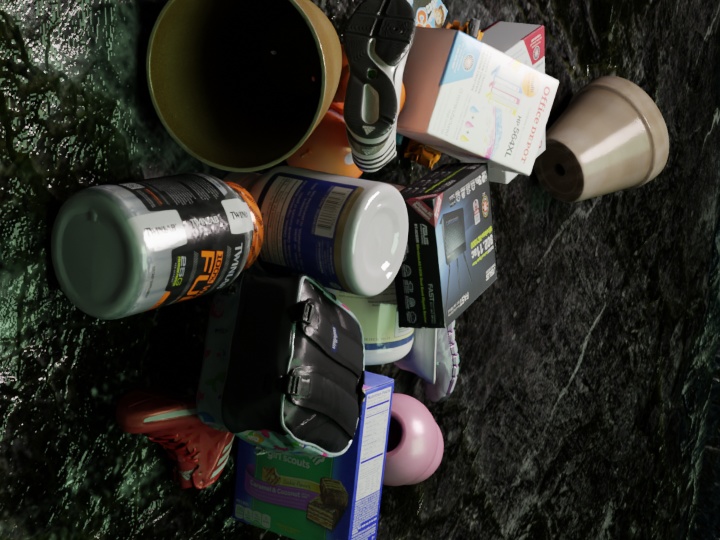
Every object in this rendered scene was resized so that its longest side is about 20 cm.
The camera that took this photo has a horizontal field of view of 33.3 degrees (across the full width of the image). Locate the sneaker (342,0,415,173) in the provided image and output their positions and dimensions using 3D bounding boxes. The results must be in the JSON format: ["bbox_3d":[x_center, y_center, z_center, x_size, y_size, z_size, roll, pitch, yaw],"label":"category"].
[{"bbox_3d":[0.013,-0.197,1.309,0.116,0.075,0.203,95,4,-61],"label":"sneaker"}]

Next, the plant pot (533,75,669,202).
[{"bbox_3d":[0.389,-0.205,2.036,0.173,0.199,0.202,-30,128,-29],"label":"plant pot"}]

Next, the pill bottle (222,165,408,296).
[{"bbox_3d":[-0.059,-0.049,1.300,0.119,0.198,0.121,-28,124,-51],"label":"pill bottle"}]

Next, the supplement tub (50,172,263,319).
[{"bbox_3d":[-0.190,-0.029,1.165,0.199,0.121,0.124,-17,115,-55],"label":"supplement tub"}]

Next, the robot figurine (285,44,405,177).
[{"bbox_3d":[-0.021,-0.179,1.400,0.117,0.143,0.201,47,58,-26],"label":"robot figurine"}]

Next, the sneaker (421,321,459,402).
[{"bbox_3d":[0.094,0.094,1.758,0.087,0.074,0.203,-2,95,-42],"label":"sneaker"}]

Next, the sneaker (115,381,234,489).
[{"bbox_3d":[-0.190,0.186,1.291,0.199,0.078,0.117,0,100,-58],"label":"sneaker"}]

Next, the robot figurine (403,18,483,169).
[{"bbox_3d":[0.114,-0.245,1.626,0.145,0.057,0.203,122,-15,-82],"label":"robot figurine"}]

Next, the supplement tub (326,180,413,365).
[{"bbox_3d":[0.000,0.000,1.472,0.144,0.143,0.203,-18,117,-55],"label":"supplement tub"}]

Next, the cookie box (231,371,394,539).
[{"bbox_3d":[-0.059,0.212,1.428,0.075,0.169,0.203,-11,110,-60],"label":"cookie box"}]

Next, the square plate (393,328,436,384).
[{"bbox_3d":[0.063,0.038,1.583,0.200,0.028,0.201,-170,-101,-78],"label":"square plate"}]

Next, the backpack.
[{"bbox_3d":[-0.075,0.107,1.270,0.200,0.149,0.180,33,60,-56],"label":"backpack"}]

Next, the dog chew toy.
[{"bbox_3d":[0.063,0.246,1.700,0.200,0.123,0.126,41,66,-64],"label":"dog chew toy"}]

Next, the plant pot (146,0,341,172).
[{"bbox_3d":[-0.094,-0.211,1.234,0.200,0.184,0.189,-43,138,-68],"label":"plant pot"}]

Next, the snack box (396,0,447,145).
[{"bbox_3d":[0.048,-0.279,1.555,0.116,0.037,0.202,39,67,-57],"label":"snack box"}]

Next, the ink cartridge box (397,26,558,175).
[{"bbox_3d":[0.141,-0.207,1.501,0.198,0.125,0.130,17,92,-34],"label":"ink cartridge box"}]

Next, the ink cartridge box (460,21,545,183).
[{"bbox_3d":[0.212,-0.251,1.796,0.146,0.082,0.202,-40,133,-47],"label":"ink cartridge box"}]

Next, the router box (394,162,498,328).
[{"bbox_3d":[0.100,-0.034,1.427,0.200,0.061,0.152,-36,123,-60],"label":"router box"}]
